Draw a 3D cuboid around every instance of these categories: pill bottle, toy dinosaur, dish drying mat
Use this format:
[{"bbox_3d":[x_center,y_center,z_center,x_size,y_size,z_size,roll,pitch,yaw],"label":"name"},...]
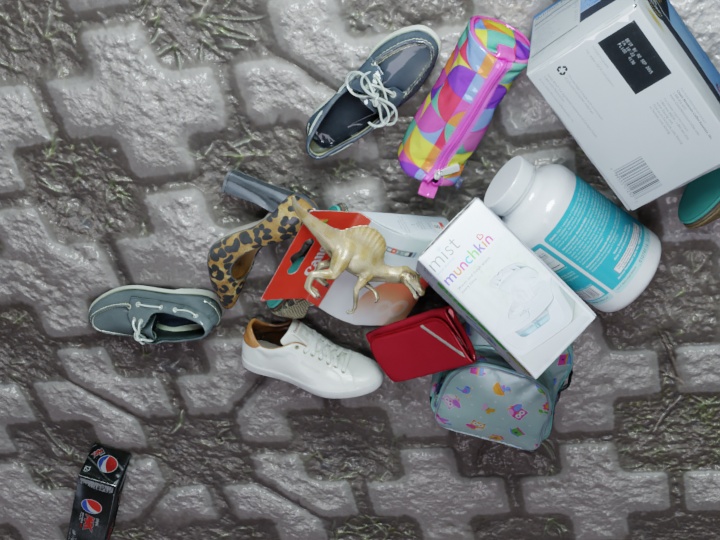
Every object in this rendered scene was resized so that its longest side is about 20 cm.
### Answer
[{"bbox_3d":[0.239,-0.047,1.291,0.199,0.111,0.111,34,127,-15],"label":"pill bottle"},{"bbox_3d":[-0.021,-0.016,1.297,0.199,0.058,0.101,32,112,-21],"label":"toy dinosaur"},{"bbox_3d":[0.070,0.095,1.385,0.077,0.018,0.200,58,150,-4],"label":"dish drying mat"}]

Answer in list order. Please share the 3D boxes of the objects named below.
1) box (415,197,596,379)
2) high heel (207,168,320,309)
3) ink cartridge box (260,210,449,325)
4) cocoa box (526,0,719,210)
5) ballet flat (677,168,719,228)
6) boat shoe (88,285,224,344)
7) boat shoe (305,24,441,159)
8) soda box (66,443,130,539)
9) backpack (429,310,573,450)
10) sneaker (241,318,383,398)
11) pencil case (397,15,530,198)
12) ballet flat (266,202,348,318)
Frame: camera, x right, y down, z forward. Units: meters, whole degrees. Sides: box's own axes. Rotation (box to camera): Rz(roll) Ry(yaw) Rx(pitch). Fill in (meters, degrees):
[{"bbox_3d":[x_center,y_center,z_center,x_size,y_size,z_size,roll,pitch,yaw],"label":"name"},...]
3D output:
[{"bbox_3d":[0.153,0.020,1.234,0.176,0.200,0.097,44,90,3],"label":"box"},{"bbox_3d":[-0.115,-0.015,1.399,0.142,0.071,0.202,22,124,17],"label":"high heel"},{"bbox_3d":[0.000,0.000,1.359,0.198,0.050,0.163,-1,139,-36],"label":"ink cartridge box"},{"bbox_3d":[0.280,-0.193,1.153,0.133,0.132,0.200,-29,117,30],"label":"cocoa box"},{"bbox_3d":[0.423,-0.123,1.233,0.072,0.068,0.201,6,128,-18],"label":"ballet flat"},{"bbox_3d":[-0.284,0.066,1.523,0.198,0.062,0.073,-3,127,14],"label":"boat shoe"},{"bbox_3d":[0.010,-0.195,1.254,0.199,0.062,0.075,-32,114,30],"label":"boat shoe"},{"bbox_3d":[-0.418,0.369,1.785,0.063,0.071,0.201,19,129,-2],"label":"soda box"},{"bbox_3d":[0.180,0.115,1.410,0.174,0.154,0.202,15,123,6],"label":"backpack"},{"bbox_3d":[-0.065,0.113,1.506,0.198,0.073,0.085,11,132,5],"label":"sneaker"},{"bbox_3d":[0.112,-0.179,1.233,0.088,0.089,0.201,23,128,-7],"label":"pencil case"},{"bbox_3d":[-0.045,-0.008,1.418,0.075,0.068,0.200,16,132,-28],"label":"ballet flat"}]
